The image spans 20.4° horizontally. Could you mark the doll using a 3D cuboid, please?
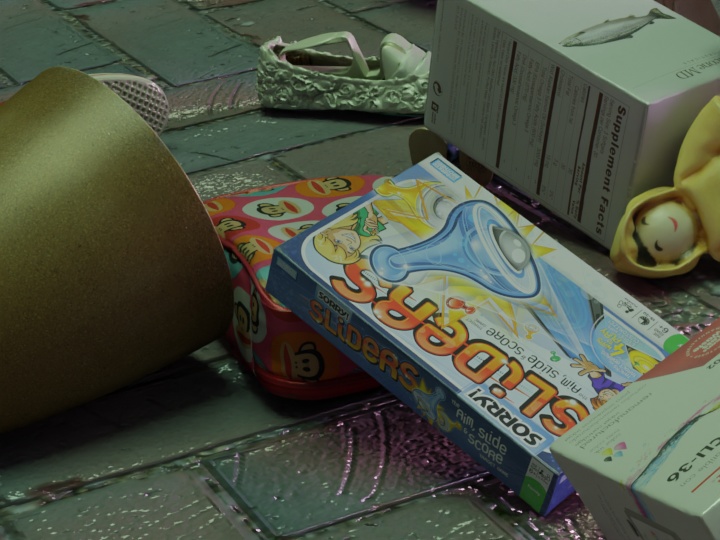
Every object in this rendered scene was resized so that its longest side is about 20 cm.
[{"bbox_3d":[0.116,-0.121,1.508,0.136,0.049,0.200,7,29,26],"label":"doll"}]

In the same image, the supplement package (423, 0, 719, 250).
[{"bbox_3d":[0.153,-0.118,1.346,0.117,0.118,0.200,-21,42,-35],"label":"supplement package"}]

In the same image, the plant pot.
[{"bbox_3d":[-0.205,0.016,1.128,0.200,0.187,0.186,-37,35,-26],"label":"plant pot"}]

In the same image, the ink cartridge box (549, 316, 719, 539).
[{"bbox_3d":[0.178,0.086,0.865,0.116,0.068,0.200,-36,15,-11],"label":"ink cartridge box"}]

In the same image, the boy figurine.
[{"bbox_3d":[0.242,-0.055,1.230,0.199,0.125,0.064,-22,1,11],"label":"boy figurine"}]

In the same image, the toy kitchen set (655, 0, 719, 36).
[{"bbox_3d":[0.275,-0.210,1.518,0.199,0.164,0.181,-4,26,4],"label":"toy kitchen set"}]

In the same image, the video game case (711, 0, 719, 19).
[{"bbox_3d":[0.331,-0.130,1.322,0.200,0.183,0.023,-25,0,-40],"label":"video game case"}]

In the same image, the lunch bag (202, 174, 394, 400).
[{"bbox_3d":[0.000,0.000,1.200,0.175,0.082,0.200,-13,23,-16],"label":"lunch bag"}]

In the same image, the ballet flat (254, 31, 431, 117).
[{"bbox_3d":[0.004,-0.159,1.609,0.199,0.072,0.072,3,24,18],"label":"ballet flat"}]

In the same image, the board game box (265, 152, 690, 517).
[{"bbox_3d":[0.066,0.028,1.060,0.200,0.035,0.135,38,48,24],"label":"board game box"}]

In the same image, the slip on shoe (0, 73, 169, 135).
[{"bbox_3d":[-0.247,-0.110,1.552,0.199,0.074,0.061,-17,21,-13],"label":"slip on shoe"}]
